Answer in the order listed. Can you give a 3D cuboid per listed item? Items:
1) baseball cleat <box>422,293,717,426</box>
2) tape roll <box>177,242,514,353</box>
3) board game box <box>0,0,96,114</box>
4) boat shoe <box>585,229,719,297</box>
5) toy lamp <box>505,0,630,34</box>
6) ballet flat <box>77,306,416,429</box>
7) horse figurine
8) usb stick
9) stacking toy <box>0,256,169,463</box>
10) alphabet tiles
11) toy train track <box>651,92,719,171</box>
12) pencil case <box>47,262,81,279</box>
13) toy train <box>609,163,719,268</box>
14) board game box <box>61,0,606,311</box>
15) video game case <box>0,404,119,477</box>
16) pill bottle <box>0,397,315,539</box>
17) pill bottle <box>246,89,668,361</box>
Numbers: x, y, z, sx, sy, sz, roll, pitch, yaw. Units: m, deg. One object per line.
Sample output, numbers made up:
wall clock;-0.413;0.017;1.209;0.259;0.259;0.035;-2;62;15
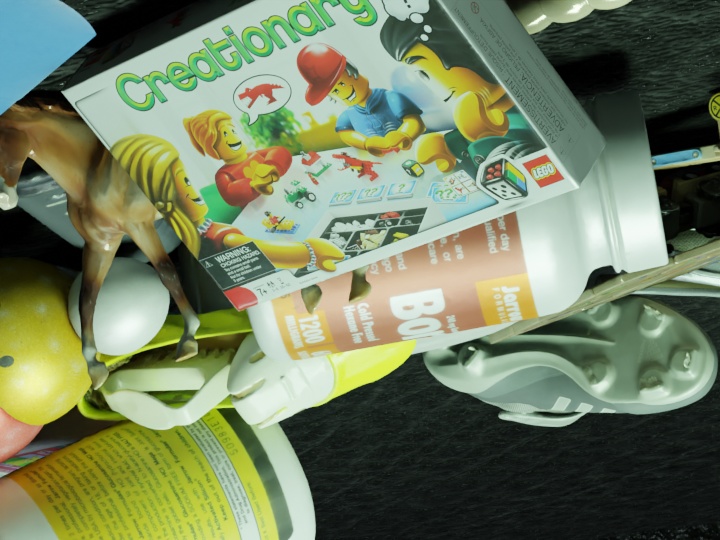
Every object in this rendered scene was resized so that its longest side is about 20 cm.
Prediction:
baseball cleat;0.136;0.055;1.668;0.199;0.070;0.106;8;163;38
tape roll;0.000;0.000;1.556;0.201;0.071;0.202;-9;169;-2
board game box;-0.200;-0.089;1.066;0.157;0.039;0.200;5;157;-34
boat shoe;0.161;-0.001;1.680;0.201;0.065;0.074;-7;168;2
toy lamp;0.072;-0.106;1.139;0.199;0.059;0.058;-13;168;25
ballet flat;-0.064;0.052;1.452;0.199;0.067;0.067;-5;-144;32
horse figurine;-0.068;-0.033;1.270;0.199;0.133;0.050;-18;177;-14
usb stick;-0.132;-0.034;1.383;0.055;0.033;0.200;-10;168;7
stacking toy;-0.184;0.037;1.453;0.199;0.147;0.146;-23;163;25
alphabet tiles;0.186;-0.008;1.543;0.199;0.008;0.167;-19;175;-24
toy train track;0.176;-0.071;1.457;0.199;0.033;0.115;-10;177;32
pencil case;-0.202;0.057;1.643;0.090;0.083;0.200;-25;176;-23
toy train;0.183;-0.039;1.504;0.199;0.034;0.046;-17;-148;-37
board game box;-0.014;-0.063;1.144;0.199;0.126;0.035;-20;-154;42
video game case;-0.171;0.110;1.655;0.181;0.023;0.200;-13;166;22
pill bottle;-0.133;0.144;1.494;0.199;0.113;0.112;-24;175;-24
pill bottle;0.042;-0.027;1.354;0.199;0.113;0.112;-10;168;6
